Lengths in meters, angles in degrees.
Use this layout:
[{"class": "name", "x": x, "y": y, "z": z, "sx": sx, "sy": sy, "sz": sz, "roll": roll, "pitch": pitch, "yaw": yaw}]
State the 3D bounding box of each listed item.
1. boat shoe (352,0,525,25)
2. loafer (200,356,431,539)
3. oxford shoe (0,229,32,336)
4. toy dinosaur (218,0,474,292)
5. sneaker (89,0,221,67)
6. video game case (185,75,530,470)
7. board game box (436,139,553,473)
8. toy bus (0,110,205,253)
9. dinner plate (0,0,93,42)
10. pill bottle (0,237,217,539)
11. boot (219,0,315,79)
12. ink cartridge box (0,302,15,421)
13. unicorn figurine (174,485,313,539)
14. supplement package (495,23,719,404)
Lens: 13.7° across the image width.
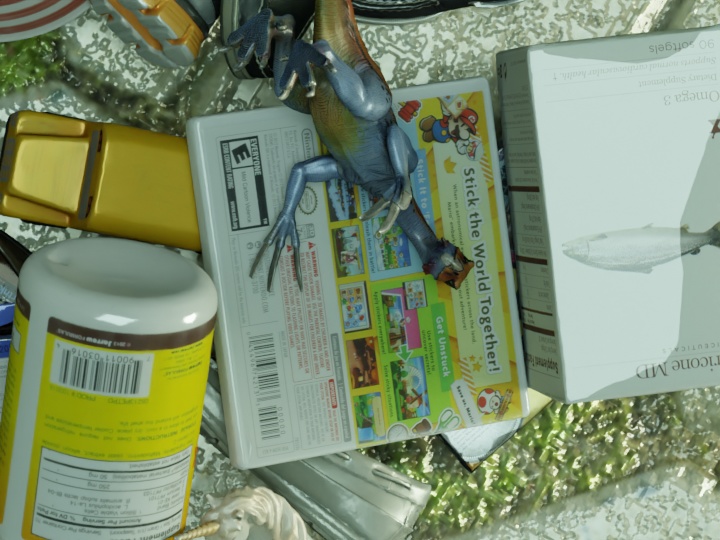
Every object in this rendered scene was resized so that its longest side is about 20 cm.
[{"class": "boat shoe", "x": 0.071, "y": -0.185, "z": 1.751, "sx": 0.199, "sy": 0.060, "sz": 0.074, "roll": -6, "pitch": 93, "yaw": -5}, {"class": "loafer", "x": -0.046, "y": 0.090, "z": 1.747, "sx": 0.200, "sy": 0.070, "sz": 0.070, "roll": 41, "pitch": 84, "yaw": -13}, {"class": "oxford shoe", "x": -0.263, "y": -0.028, "z": 1.713, "sx": 0.200, "sy": 0.084, "sz": 0.073, "roll": 29, "pitch": 90, "yaw": -4}, {"class": "toy dinosaur", "x": 0.012, "y": -0.075, "z": 1.646, "sx": 0.181, "sy": 0.105, "sz": 0.200, "roll": 35, "pitch": 76, "yaw": -44}, {"class": "sneaker", "x": -0.146, "y": -0.207, "z": 1.675, "sx": 0.200, "sy": 0.078, "sz": 0.077, "roll": 49, "pitch": 66, "yaw": -22}, {"class": "video game case", "x": 0.000, "y": 0.000, "z": 1.709, "sx": 0.181, "sy": 0.023, "sz": 0.201, "roll": -9, "pitch": 95, "yaw": -20}, {"class": "board game box", "x": 0.095, "y": 0.002, "z": 1.772, "sx": 0.200, "sy": 0.035, "sz": 0.136, "roll": -41, "pitch": 95, "yaw": -3}, {"class": "toy bus", "x": -0.105, "y": -0.044, "z": 1.720, "sx": 0.199, "sy": 0.078, "sz": 0.065, "roll": 11, "pitch": 90, "yaw": -21}, {"class": "dinner plate", "x": -0.220, "y": -0.224, "z": 1.697, "sx": 0.200, "sy": 0.024, "sz": 0.201, "roll": 4, "pitch": 79, "yaw": -23}, {"class": "pill bottle", "x": -0.143, "y": 0.091, "z": 1.635, "sx": 0.109, "sy": 0.109, "sz": 0.201, "roll": 8, "pitch": 111, "yaw": -6}, {"class": "boot", "x": 0.018, "y": -0.189, "z": 1.691, "sx": 0.153, "sy": 0.074, "sz": 0.204, "roll": 14, "pitch": 67, "yaw": 22}, {"class": "ink cartridge box", "x": -0.181, "y": 0.102, "z": 1.714, "sx": 0.119, "sy": 0.042, "sz": 0.201, "roll": -7, "pitch": 115, "yaw": -6}, {"class": "unicorn figurine", "x": -0.037, "y": 0.185, "z": 1.719, "sx": 0.199, "sy": 0.074, "sz": 0.138, "roll": 10, "pitch": 130, "yaw": -20}, {"class": "supplement package", "x": 0.150, "y": -0.032, "z": 1.700, "sx": 0.117, "sy": 0.117, "sz": 0.201, "roll": -7, "pitch": 93, "yaw": -7}]
